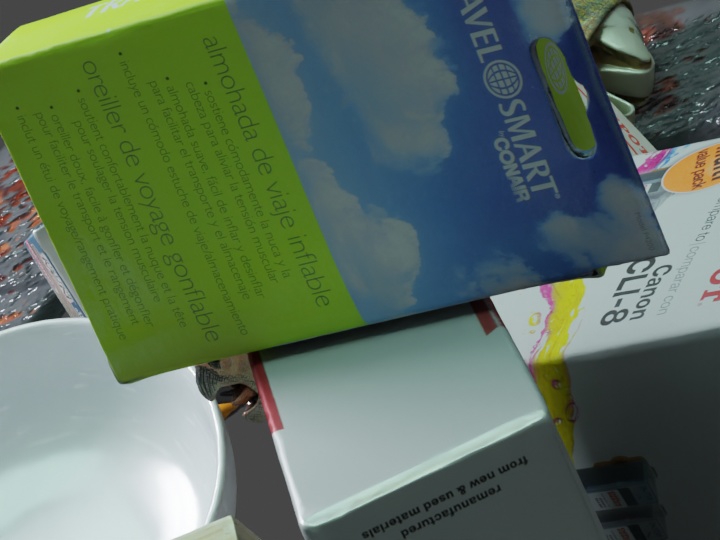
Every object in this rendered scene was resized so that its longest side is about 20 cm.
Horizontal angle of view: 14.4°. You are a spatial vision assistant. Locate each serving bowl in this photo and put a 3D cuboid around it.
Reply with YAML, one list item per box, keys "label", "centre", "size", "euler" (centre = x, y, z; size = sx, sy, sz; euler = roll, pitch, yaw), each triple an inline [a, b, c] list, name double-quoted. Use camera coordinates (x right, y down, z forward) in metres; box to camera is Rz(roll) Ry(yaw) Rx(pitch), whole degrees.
- label: "serving bowl"
  centre: [-0.140, 0.120, 1.250]
  size: [0.200, 0.066, 0.200]
  euler: [-12, 49, 15]

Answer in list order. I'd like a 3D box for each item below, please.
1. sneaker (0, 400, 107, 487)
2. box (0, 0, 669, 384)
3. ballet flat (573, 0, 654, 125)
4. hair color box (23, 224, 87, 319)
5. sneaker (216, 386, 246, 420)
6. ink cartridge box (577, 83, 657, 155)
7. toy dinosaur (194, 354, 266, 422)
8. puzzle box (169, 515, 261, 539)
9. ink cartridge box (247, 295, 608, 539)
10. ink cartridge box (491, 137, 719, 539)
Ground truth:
- label: "sneaker"
  centre: [-0.170, 0.116, 1.346]
  size: [0.200, 0.075, 0.090]
  euler: [-22, 37, 22]
- label: "box"
  centre: [-0.010, -0.042, 0.896]
  size: [0.200, 0.122, 0.048]
  euler: [-14, 23, 25]
- label: "ballet flat"
  centre: [0.115, -0.092, 1.464]
  size: [0.071, 0.071, 0.200]
  euler: [-13, 27, 33]
- label: "hair color box"
  centre: [-0.061, -0.029, 1.458]
  size: [0.200, 0.100, 0.061]
  euler: [-33, 3, -12]
- label: "sneaker"
  centre: [-0.074, 0.022, 1.323]
  size: [0.078, 0.200, 0.077]
  euler: [36, 84, 23]
- label: "ink cartridge box"
  centre: [0.062, -0.051, 1.248]
  size: [0.068, 0.117, 0.200]
  euler: [-50, -19, 25]
- label: "toy dinosaur"
  centre: [0.000, 0.000, 1.265]
  size: [0.086, 0.135, 0.200]
  euler: [-49, 15, 24]
- label: "puzzle box"
  centre: [-0.107, 0.163, 1.095]
  size: [0.200, 0.133, 0.025]
  euler: [-24, 59, 13]
- label: "ink cartridge box"
  centre: [0.047, 0.115, 0.917]
  size: [0.084, 0.200, 0.144]
  euler: [-24, 23, 0]
- label: "ink cartridge box"
  centre: [0.107, 0.050, 1.053]
  size: [0.200, 0.145, 0.145]
  euler: [-11, 28, 34]
